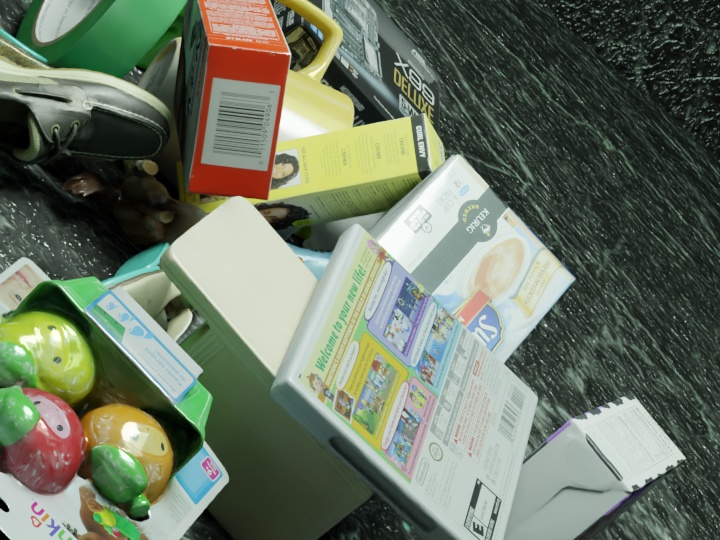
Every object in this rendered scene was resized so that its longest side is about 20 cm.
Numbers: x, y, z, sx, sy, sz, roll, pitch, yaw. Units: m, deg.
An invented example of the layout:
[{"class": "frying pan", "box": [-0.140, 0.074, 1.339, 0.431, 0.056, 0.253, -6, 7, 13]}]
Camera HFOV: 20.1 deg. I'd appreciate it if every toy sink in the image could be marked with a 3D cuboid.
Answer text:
[{"class": "toy sink", "box": [-0.072, 0.074, 1.322, 0.200, 0.112, 0.130, 49, 26, -3]}]

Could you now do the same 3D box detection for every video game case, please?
[{"class": "video game case", "box": [0.034, 0.081, 1.318, 0.182, 0.022, 0.200, 44, 31, -12]}]

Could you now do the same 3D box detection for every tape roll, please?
[{"class": "tape roll", "box": [-0.191, -0.221, 1.586, 0.048, 0.200, 0.201, 38, 18, -27]}]

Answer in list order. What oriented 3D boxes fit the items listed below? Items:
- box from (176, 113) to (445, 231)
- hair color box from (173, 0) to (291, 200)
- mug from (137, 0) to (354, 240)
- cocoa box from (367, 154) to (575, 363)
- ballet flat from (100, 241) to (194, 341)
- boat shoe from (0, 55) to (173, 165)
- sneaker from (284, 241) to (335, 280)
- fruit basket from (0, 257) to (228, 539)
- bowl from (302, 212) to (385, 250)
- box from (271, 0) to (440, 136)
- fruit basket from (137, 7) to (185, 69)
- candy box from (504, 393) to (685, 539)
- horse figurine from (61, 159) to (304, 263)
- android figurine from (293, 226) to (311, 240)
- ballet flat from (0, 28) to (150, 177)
[{"class": "box", "box": [-0.036, -0.069, 1.566, 0.075, 0.199, 0.050, 48, 33, -69]}, {"class": "hair color box", "box": [-0.098, -0.137, 1.489, 0.064, 0.112, 0.200, 6, 20, -9]}, {"class": "mug", "box": [-0.105, -0.130, 1.680, 0.153, 0.149, 0.187, 30, 47, -19]}, {"class": "cocoa box", "box": [0.033, 0.042, 1.478, 0.131, 0.133, 0.200, 46, 59, -4]}, {"class": "ballet flat", "box": [-0.147, 0.026, 1.373, 0.069, 0.069, 0.200, 46, 16, 0]}, {"class": "boat shoe", "box": [-0.228, -0.103, 1.412, 0.200, 0.072, 0.066, 14, 47, -20]}, {"class": "sneaker", "box": [0.000, 0.000, 1.605, 0.199, 0.090, 0.078, 19, 2, -20]}, {"class": "fruit basket", "box": [-0.164, 0.085, 1.135, 0.185, 0.094, 0.200, 46, 20, -1]}, {"class": "bowl", "box": [0.014, -0.012, 1.731, 0.201, 0.090, 0.201, 52, 4, -6]}, {"class": "box", "box": [-0.005, -0.186, 1.831, 0.200, 0.050, 0.158, 46, 29, -29]}, {"class": "fruit basket", "box": [-0.162, -0.302, 1.849, 0.216, 0.216, 0.155, 55, 19, 27]}, {"class": "candy box", "box": [0.143, 0.178, 1.524, 0.072, 0.168, 0.200, 51, 17, 11]}, {"class": "horse figurine", "box": [-0.129, -0.027, 1.500, 0.199, 0.050, 0.132, 31, -14, -15]}, {"class": "android figurine", "box": [-0.052, -0.074, 1.866, 0.200, 0.041, 0.182, 34, 21, -40]}, {"class": "ballet flat", "box": [-0.238, -0.129, 1.489, 0.199, 0.071, 0.071, 27, 22, -17]}]
